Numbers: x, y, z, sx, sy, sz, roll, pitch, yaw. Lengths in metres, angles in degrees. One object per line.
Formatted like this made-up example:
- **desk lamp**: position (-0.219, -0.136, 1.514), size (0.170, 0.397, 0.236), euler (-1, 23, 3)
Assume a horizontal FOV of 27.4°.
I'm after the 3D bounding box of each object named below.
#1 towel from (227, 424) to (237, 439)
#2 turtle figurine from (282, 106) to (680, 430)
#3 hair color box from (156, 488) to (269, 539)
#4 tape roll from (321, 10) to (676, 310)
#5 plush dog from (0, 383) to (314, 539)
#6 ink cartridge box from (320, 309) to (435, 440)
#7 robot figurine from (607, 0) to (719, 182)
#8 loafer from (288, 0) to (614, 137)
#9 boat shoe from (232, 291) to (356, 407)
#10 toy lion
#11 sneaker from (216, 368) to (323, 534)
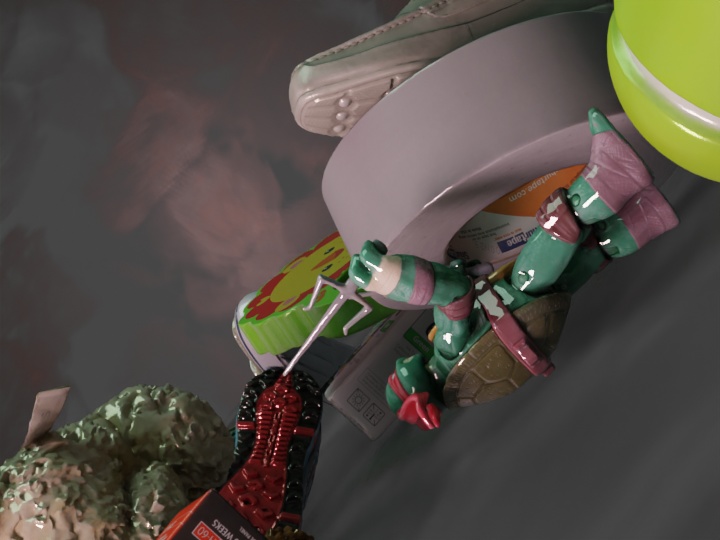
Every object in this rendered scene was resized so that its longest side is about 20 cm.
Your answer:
- **towel**: position (-0.116, 0.184, 1.139), size (0.148, 0.022, 0.200), euler (-67, -15, 13)
- **turtle figurine**: position (0.064, 0.012, 0.739), size (0.199, 0.101, 0.150), euler (-39, -11, 7)
- **hair color box**: position (-0.092, 0.200, 0.600), size (0.200, 0.101, 0.061), euler (-51, 4, -27)
- **tape roll**: position (0.081, -0.056, 0.823), size (0.199, 0.067, 0.201), euler (-22, -20, -8)
- **plush dog**: position (-0.117, 0.167, 0.729), size (0.201, 0.171, 0.160), euler (-52, -16, -2)
- **ink cartridge box**: position (0.054, 0.033, 1.103), size (0.200, 0.050, 0.109), euler (-49, 3, -4)
- **robot figurine**: position (0.159, -0.116, 0.551), size (0.201, 0.114, 0.177), euler (102, 164, -46)
- **loafer**: position (0.048, -0.127, 0.809), size (0.198, 0.070, 0.070), euler (-18, -22, -20)
- **boat shoe**: position (-0.056, 0.075, 1.185), size (0.061, 0.073, 0.200), euler (-14, -28, 21)
- **toy lion**: position (0.000, 0.000, 1.029), size (0.191, 0.069, 0.200), euler (-33, 13, 3)
- **sneaker**: position (-0.066, 0.171, 1.064), size (0.201, 0.078, 0.096), euler (-67, -20, -43)
